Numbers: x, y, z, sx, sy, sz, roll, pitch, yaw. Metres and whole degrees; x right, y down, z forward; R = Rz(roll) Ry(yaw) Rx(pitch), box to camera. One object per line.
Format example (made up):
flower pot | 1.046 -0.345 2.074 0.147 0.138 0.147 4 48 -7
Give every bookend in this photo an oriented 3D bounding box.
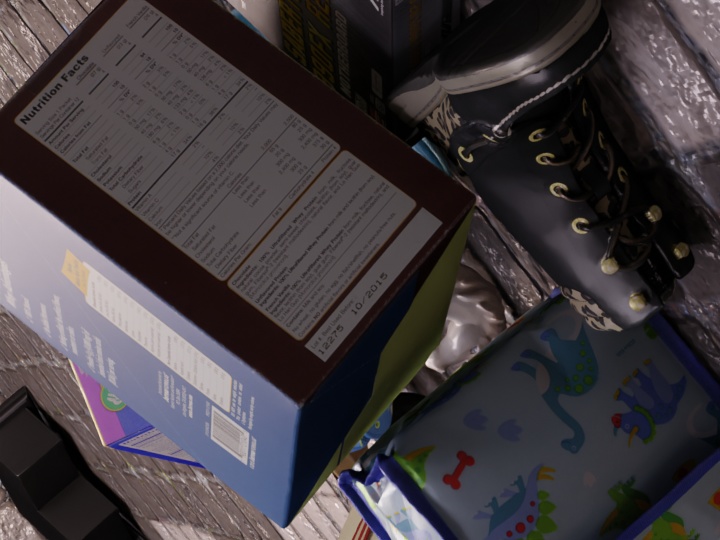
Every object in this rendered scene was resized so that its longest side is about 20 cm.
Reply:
bookend | -0.389 0.286 3.066 0.199 0.092 0.200 35 157 37

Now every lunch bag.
lunch bag | 0.118 0.126 1.188 0.200 0.170 0.127 52 164 -2

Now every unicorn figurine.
unicorn figurine | 0.000 0.000 1.341 0.201 0.137 0.074 66 163 7

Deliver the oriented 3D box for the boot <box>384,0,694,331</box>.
boot | 0.098 -0.049 1.034 0.154 0.073 0.204 48 167 -8

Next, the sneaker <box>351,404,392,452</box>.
sneaker | -0.004 0.054 1.464 0.200 0.075 0.105 66 -157 -69

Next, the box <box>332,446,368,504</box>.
box | -0.049 0.040 1.592 0.200 0.021 0.164 59 -170 -32

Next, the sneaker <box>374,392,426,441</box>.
sneaker | 0.090 0.136 1.496 0.200 0.060 0.104 41 164 13

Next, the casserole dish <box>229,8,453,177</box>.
casserole dish | -0.030 -0.058 1.292 0.200 0.121 0.039 43 -171 17

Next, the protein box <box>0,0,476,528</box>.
protein box | -0.070 -0.009 1.151 0.200 0.135 0.199 37 160 11

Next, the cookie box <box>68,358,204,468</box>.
cookie box | -0.126 0.033 1.506 0.172 0.075 0.200 67 -168 16

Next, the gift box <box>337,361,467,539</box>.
gift box | 0.084 0.181 1.328 0.200 0.187 0.185 31 150 -11

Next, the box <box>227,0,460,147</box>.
box | -0.020 -0.161 1.132 0.158 0.048 0.200 44 163 18
